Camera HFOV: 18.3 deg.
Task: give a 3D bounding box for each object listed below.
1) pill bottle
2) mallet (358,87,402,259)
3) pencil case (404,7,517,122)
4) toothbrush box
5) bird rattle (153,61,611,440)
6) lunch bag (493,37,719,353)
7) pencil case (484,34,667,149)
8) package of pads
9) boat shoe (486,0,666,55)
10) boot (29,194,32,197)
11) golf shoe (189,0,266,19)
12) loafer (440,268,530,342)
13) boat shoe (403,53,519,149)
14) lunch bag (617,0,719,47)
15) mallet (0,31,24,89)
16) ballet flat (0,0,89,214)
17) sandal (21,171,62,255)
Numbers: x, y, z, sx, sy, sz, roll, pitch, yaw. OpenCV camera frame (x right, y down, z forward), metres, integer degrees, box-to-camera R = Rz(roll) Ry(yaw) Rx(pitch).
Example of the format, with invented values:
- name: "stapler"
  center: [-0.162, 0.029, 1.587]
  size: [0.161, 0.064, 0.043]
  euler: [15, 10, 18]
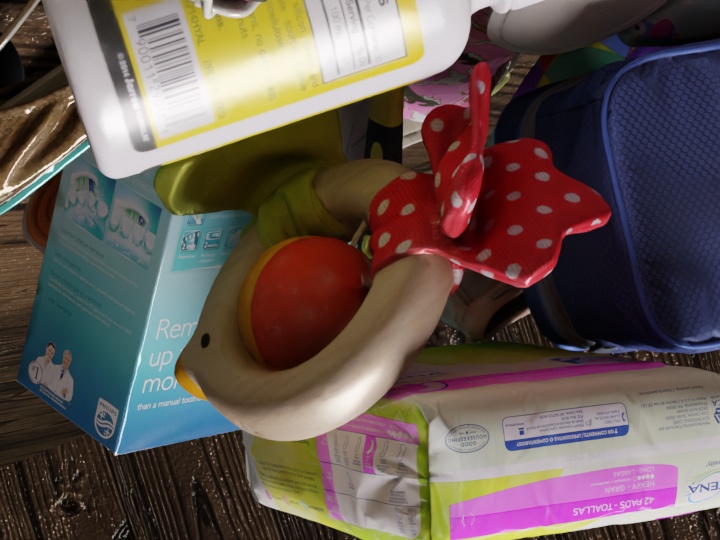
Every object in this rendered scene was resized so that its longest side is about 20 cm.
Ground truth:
- name: "pill bottle"
  center: [-0.023, -0.117, 0.871]
  size: [0.199, 0.112, 0.111]
  euler: [-18, 174, -6]
- name: "mallet"
  center: [0.021, -0.074, 1.041]
  size: [0.065, 0.201, 0.041]
  euler: [17, -134, 24]
- name: "pencil case"
  center: [0.056, -0.134, 1.121]
  size: [0.086, 0.083, 0.200]
  euler: [11, 167, -12]
- name: "toothbrush box"
  center: [-0.072, -0.025, 1.105]
  size: [0.085, 0.201, 0.146]
  euler: [29, -157, 36]
- name: "bird rattle"
  center: [0.000, 0.000, 0.941]
  size: [0.199, 0.164, 0.113]
  euler: [16, 162, 43]
- name: "lunch bag"
  center: [0.157, -0.035, 1.039]
  size: [0.199, 0.137, 0.132]
  euler: [-11, -179, -21]
- name: "pencil case"
  center: [0.128, -0.100, 1.177]
  size: [0.088, 0.088, 0.201]
  euler: [-11, 140, -53]
- name: "package of pads"
  center: [0.046, 0.075, 0.989]
  size: [0.153, 0.069, 0.200]
  euler: [-5, -176, -25]
- name: "boat shoe"
  center: [0.115, -0.165, 0.953]
  size: [0.073, 0.061, 0.200]
  euler: [6, 148, -26]
- name: "boot"
  center: [-0.115, -0.029, 1.409]
  size: [0.199, 0.108, 0.075]
  euler: [-15, 172, -45]
- name: "golf shoe"
  center: [-0.070, -0.127, 0.764]
  size: [0.199, 0.089, 0.077]
  euler: [-17, 175, -9]
- name: "loafer"
  center: [0.114, -0.012, 1.125]
  size: [0.199, 0.063, 0.072]
  euler: [-19, 141, -28]
- name: "boat shoe"
  center: [0.014, -0.103, 1.315]
  size: [0.059, 0.072, 0.199]
  euler: [-32, -171, -37]
- name: "lunch bag"
  center: [0.226, -0.181, 1.040]
  size: [0.199, 0.123, 0.170]
  euler: [-5, 166, -43]
- name: "mallet"
  center: [-0.239, -0.075, 0.955]
  size: [0.199, 0.041, 0.066]
  euler: [-7, 164, -45]
- name: "ballet flat"
  center: [-0.103, -0.096, 0.952]
  size: [0.199, 0.073, 0.068]
  euler: [-29, -164, 5]
- name: "sandal"
  center: [-0.098, -0.085, 1.169]
  size: [0.206, 0.059, 0.079]
  euler: [-38, -134, -22]
